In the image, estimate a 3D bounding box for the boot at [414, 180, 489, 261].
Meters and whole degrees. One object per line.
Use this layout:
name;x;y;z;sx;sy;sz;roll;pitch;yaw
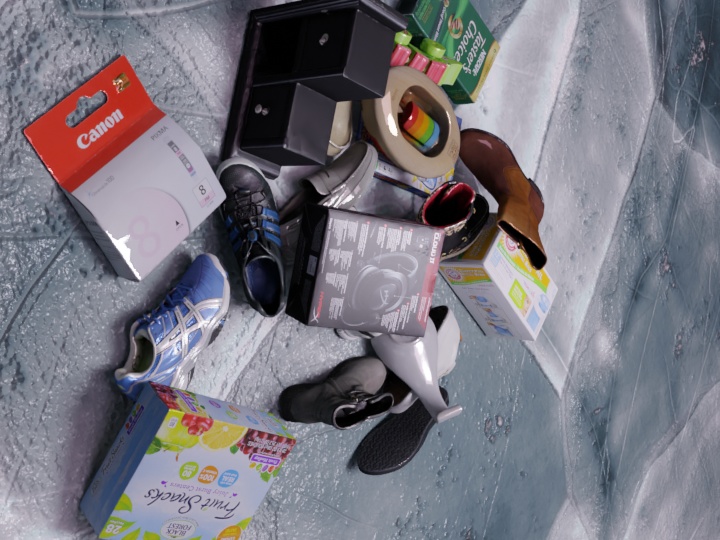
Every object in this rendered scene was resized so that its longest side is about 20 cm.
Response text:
boot;0.135;-0.078;1.417;0.199;0.151;0.073;-32;75;-25

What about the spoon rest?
spoon rest;0.083;0.136;1.389;0.098;0.201;0.061;-20;149;-12

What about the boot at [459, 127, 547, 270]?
boot;0.205;-0.109;1.430;0.189;0.068;0.201;49;27;-18

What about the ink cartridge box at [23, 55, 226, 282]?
ink cartridge box;-0.256;-0.115;1.082;0.163;0.057;0.201;-49;130;-33

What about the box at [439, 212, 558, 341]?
box;0.224;0.009;1.568;0.200;0.101;0.113;50;58;-36

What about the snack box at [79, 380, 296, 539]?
snack box;-0.196;0.234;1.115;0.199;0.068;0.170;25;98;-44

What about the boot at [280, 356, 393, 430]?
boot;-0.001;0.175;1.314;0.199;0.130;0.069;-18;105;-45

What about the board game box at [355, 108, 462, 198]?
board game box;0.073;-0.193;1.440;0.199;0.034;0.137;15;81;-47

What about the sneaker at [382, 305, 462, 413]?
sneaker;0.105;0.152;1.470;0.201;0.072;0.085;-55;126;-31

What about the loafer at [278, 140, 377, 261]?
loafer;-0.049;-0.103;1.279;0.201;0.070;0.070;-54;130;-20

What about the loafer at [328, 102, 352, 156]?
loafer;-0.037;-0.256;1.293;0.075;0.068;0.202;-14;103;-46

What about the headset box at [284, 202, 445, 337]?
headset box;0.016;0.002;1.256;0.198;0.077;0.151;7;98;-31

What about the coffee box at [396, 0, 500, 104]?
coffee box;0.138;-0.369;1.493;0.200;0.044;0.124;46;60;-38

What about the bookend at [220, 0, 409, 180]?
bookend;-0.059;-0.220;1.177;0.092;0.197;0.202;17;82;-46

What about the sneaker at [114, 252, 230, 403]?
sneaker;-0.215;0.066;1.116;0.077;0.075;0.202;42;62;-45

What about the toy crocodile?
toy crocodile;0.076;-0.304;1.396;0.199;0.062;0.068;9;122;-43

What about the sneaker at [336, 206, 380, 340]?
sneaker;0.000;0.000;1.344;0.073;0.080;0.202;-22;107;-42

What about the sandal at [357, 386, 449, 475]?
sandal;0.071;0.249;1.445;0.200;0.075;0.048;-40;138;-38

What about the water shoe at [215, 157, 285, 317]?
water shoe;-0.126;-0.041;1.189;0.071;0.079;0.202;-18;109;-10

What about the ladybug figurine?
ladybug figurine;0.068;-0.205;1.355;0.200;0.071;0.137;38;67;-41
